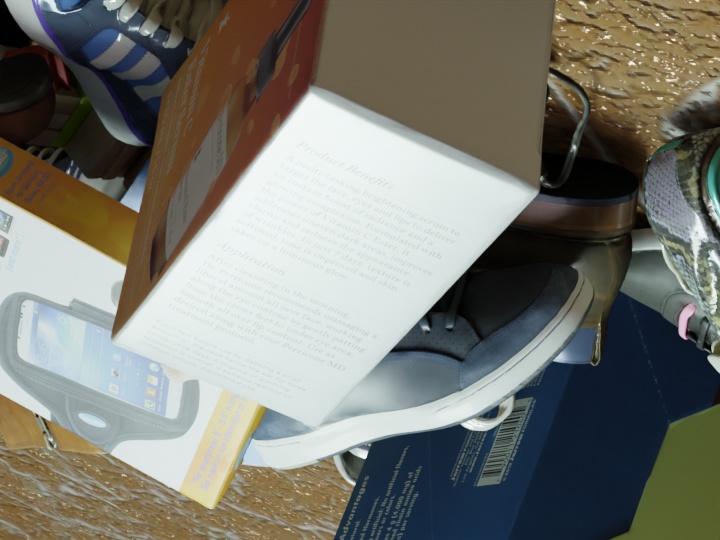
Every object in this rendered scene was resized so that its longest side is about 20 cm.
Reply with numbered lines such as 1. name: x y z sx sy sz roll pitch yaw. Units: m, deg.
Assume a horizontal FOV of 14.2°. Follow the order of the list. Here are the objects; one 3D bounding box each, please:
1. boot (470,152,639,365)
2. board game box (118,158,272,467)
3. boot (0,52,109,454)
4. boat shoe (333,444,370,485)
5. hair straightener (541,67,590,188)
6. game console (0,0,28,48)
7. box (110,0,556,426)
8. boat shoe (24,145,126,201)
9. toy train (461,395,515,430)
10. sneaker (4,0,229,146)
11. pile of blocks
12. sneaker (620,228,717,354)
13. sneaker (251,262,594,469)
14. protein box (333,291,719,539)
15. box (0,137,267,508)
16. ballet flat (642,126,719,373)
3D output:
1. boot: 0.038 -0.011 1.431 0.199 0.075 0.097 10 116 20
2. board game box: -0.061 0.010 1.467 0.158 0.039 0.200 30 129 -9
3. boot: -0.170 0.001 1.421 0.188 0.068 0.201 -10 103 55
4. boat shoe: 0.010 0.082 1.764 0.072 0.066 0.200 22 160 1
5. hair straightener: 0.040 -0.101 1.316 0.077 0.041 0.200 -4 141 49
6. game console: -0.272 -0.120 1.493 0.175 0.117 0.200 22 160 3
7. box: -0.011 -0.057 1.236 0.106 0.153 0.200 23 139 -17
8. boat shoe: -0.179 -0.043 1.649 0.093 0.075 0.200 33 155 5
9. toy train: 0.000 0.000 1.517 0.199 0.151 0.056 19 -156 6
10. sneaker: -0.072 -0.121 1.355 0.146 0.081 0.200 4 150 23
11. pile of blocks: -0.119 -0.085 1.522 0.199 0.082 0.062 25 119 -30
12. sneaker: 0.200 0.049 1.443 0.199 0.100 0.071 20 161 11
13. sneaker: -0.004 0.007 1.371 0.202 0.077 0.146 -22 118 27
14. protein box: 0.102 0.121 1.577 0.135 0.199 0.200 30 159 -21
15. box: -0.132 0.019 1.350 0.199 0.042 0.119 27 133 2
16. ballet flat: 0.189 0.017 1.370 0.072 0.072 0.201 -2 126 48
